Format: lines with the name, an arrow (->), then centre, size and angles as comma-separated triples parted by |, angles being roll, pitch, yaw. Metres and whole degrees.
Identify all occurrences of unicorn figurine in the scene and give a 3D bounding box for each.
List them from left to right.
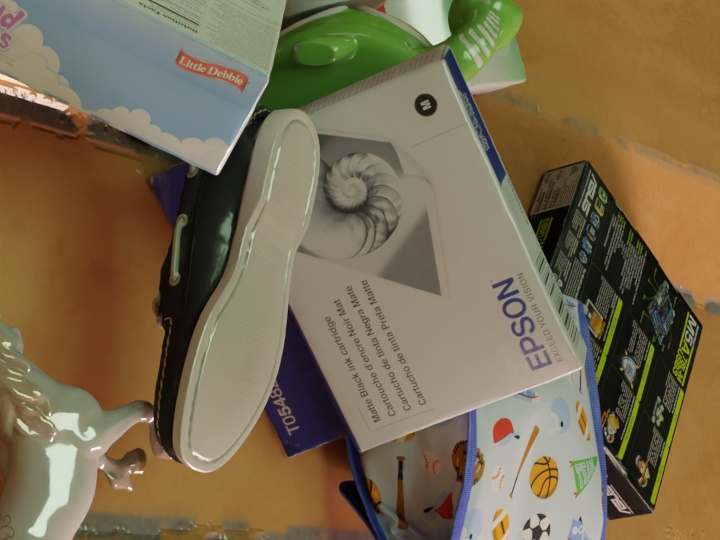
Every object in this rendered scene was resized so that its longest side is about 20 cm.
unicorn figurine -> -0.154, 0.100, 0.907 | 0.137, 0.074, 0.201 | 27, 55, -49

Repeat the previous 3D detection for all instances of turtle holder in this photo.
turtle holder -> -0.002, -0.106, 1.091 | 0.140, 0.186, 0.132 | 25, 24, -4

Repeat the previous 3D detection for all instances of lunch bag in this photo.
lunch bag -> 0.072, 0.109, 1.153 | 0.170, 0.124, 0.201 | 17, 57, -49

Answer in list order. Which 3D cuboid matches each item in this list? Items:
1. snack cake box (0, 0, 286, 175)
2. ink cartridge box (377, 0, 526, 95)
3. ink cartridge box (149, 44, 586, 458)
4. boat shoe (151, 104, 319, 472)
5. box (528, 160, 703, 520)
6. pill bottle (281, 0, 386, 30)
snack cake box -> -0.141, -0.140, 0.915 | 0.199, 0.067, 0.115 | 25, 32, -11
ink cartridge box -> 0.030, -0.200, 1.265 | 0.200, 0.050, 0.162 | -12, 87, -55
ink cartridge box -> 0.000, 0.000, 1.033 | 0.200, 0.199, 0.041 | 63, 18, -13
boat shoe -> -0.076, 0.006, 0.951 | 0.074, 0.060, 0.201 | 35, 64, -57
box -> 0.181, 0.051, 1.372 | 0.193, 0.047, 0.200 | 53, 42, -30
pill bottle -> -0.047, -0.255, 1.132 | 0.112, 0.112, 0.201 | -14, 89, -52
